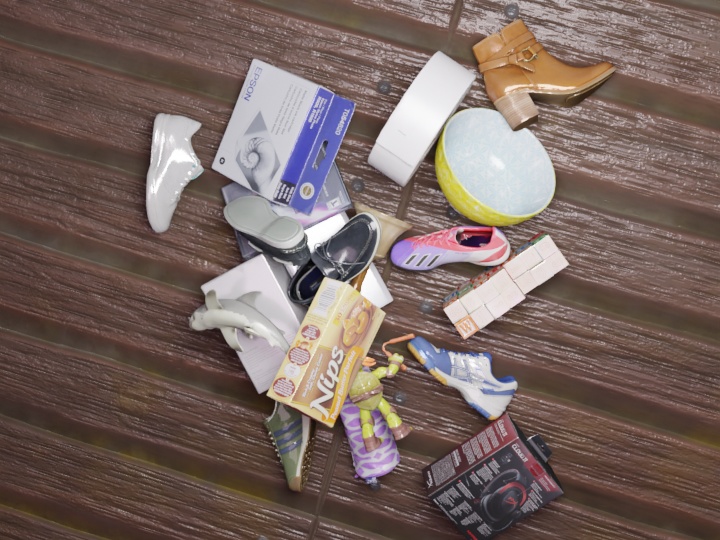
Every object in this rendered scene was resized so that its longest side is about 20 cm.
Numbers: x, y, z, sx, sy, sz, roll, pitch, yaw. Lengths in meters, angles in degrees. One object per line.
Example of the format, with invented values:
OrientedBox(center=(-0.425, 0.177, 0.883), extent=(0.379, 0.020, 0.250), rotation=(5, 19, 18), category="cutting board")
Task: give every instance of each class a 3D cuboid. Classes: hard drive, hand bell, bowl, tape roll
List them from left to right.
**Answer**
OrientedBox(center=(-0.050, -0.005, 1.341), extent=(0.132, 0.025, 0.200), rotation=(-29, 94, -7), category="hard drive")
OrientedBox(center=(0.000, 0.000, 1.302), extent=(0.104, 0.104, 0.201), rotation=(22, 95, 3), category="hand bell")
OrientedBox(center=(0.092, -0.229, 1.221), extent=(0.071, 0.202, 0.203), rotation=(34, 100, 1), category="tape roll")
OrientedBox(center=(0.192, -0.143, 1.257), extent=(0.200, 0.200, 0.108), rotation=(39, 143, 0), category="bowl")

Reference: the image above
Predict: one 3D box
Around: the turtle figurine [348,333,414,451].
OrientedBox(center=(0.022, 0.197, 1.285), extent=(0.200, 0.064, 0.162), rotation=(-25, 93, -5), category="turtle figurine")

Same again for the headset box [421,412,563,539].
OrientedBox(center=(0.227, 0.345, 1.330), extent=(0.200, 0.075, 0.149), rotation=(-37, 112, 10), category="headset box")

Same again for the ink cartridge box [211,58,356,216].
OrientedBox(center=(-0.128, -0.215, 1.290), extent=(0.200, 0.041, 0.200), rotation=(28, 100, 27), category="ink cartridge box")

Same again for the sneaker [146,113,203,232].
OrientedBox(center=(-0.309, -0.159, 1.346), extent=(0.088, 0.075, 0.201), rotation=(6, 98, -6), category="sneaker")

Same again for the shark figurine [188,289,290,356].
OrientedBox(center=(-0.161, 0.075, 1.237), extent=(0.214, 0.090, 0.128), rotation=(23, 134, 11), category="shark figurine")

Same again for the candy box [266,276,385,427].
OrientedBox(center=(-0.049, 0.125, 1.223), extent=(0.055, 0.115, 0.200), rotation=(16, 74, 41), category="candy box")

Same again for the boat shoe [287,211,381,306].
OrientedBox(center=(-0.042, -0.013, 1.255), extent=(0.200, 0.062, 0.075), rotation=(-44, 73, 24), category="boat shoe")

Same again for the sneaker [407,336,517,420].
OrientedBox(center=(0.171, 0.160, 1.339), extent=(0.200, 0.075, 0.088), rotation=(37, 93, -9), category="sneaker")

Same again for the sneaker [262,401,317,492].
OrientedBox(center=(-0.127, 0.278, 1.390), extent=(0.090, 0.067, 0.201), rotation=(9, 99, 13), category="sneaker")

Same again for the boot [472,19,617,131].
OrientedBox(center=(0.286, -0.326, 1.254), extent=(0.200, 0.074, 0.155), rotation=(-24, 81, -5), category="boot")

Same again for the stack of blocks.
OrientedBox(center=(0.231, 0.020, 1.284), extent=(0.200, 0.115, 0.059), rotation=(-35, 93, 9), category="stack of blocks")

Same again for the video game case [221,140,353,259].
OrientedBox(center=(-0.124, -0.121, 1.318), extent=(0.200, 0.019, 0.143), rotation=(-26, 64, 9), category="video game case")

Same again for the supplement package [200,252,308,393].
OrientedBox(center=(-0.153, 0.078, 1.332), extent=(0.121, 0.120, 0.200), rotation=(-27, 94, 9), category="supplement package")

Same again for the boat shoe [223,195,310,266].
OrientedBox(center=(-0.148, -0.061, 1.255), extent=(0.076, 0.200, 0.060), rotation=(-35, 129, -16), category="boat shoe")

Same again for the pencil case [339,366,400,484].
OrientedBox(center=(0.002, 0.254, 1.363), extent=(0.085, 0.084, 0.201), rotation=(-14, 95, 29), category="pencil case")

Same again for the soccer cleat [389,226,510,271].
OrientedBox(center=(0.136, -0.042, 1.286), extent=(0.199, 0.073, 0.068), rotation=(-2, 63, 23), category="soccer cleat")
